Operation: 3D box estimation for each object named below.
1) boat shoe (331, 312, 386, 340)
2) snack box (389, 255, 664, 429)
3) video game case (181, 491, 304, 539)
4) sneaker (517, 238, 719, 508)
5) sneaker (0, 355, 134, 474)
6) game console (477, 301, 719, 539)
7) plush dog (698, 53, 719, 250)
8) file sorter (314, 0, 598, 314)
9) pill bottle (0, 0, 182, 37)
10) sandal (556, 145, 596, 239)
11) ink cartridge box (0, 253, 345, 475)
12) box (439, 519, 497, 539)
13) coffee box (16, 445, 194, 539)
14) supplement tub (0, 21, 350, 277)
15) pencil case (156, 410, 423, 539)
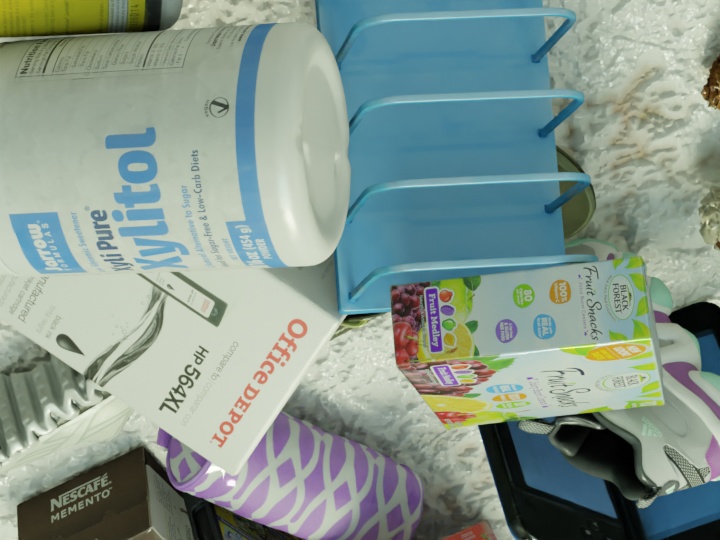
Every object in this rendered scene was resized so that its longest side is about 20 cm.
[{"bbox_3d":[-0.003,-0.002,1.308,0.072,0.061,0.202,30,139,-14],"label":"boat shoe"},{"bbox_3d":[0.103,0.046,1.185,0.141,0.053,0.200,-8,165,9],"label":"snack box"},{"bbox_3d":[-0.047,0.245,1.471,0.025,0.181,0.200,-38,129,13],"label":"video game case"},{"bbox_3d":[0.152,0.068,1.323,0.139,0.200,0.078,-20,144,-27],"label":"sneaker"},{"bbox_3d":[-0.208,0.099,1.384,0.199,0.075,0.081,-30,140,16],"label":"sneaker"},{"bbox_3d":[0.175,0.098,1.369,0.170,0.201,0.118,23,125,-33],"label":"game console"},{"bbox_3d":[0.310,-0.087,1.278,0.161,0.199,0.172,-55,136,-21],"label":"plush dog"},{"bbox_3d":[0.055,-0.085,1.158,0.138,0.202,0.123,-3,172,-9],"label":"file sorter"},{"bbox_3d":[-0.198,-0.182,1.096,0.198,0.112,0.113,-3,133,-10],"label":"pill bottle"},{"bbox_3d":[0.065,-0.059,1.302,0.200,0.058,0.080,22,124,-29],"label":"sandal"},{"bbox_3d":[-0.114,0.008,1.253,0.199,0.084,0.146,34,121,-1],"label":"ink cartridge box"},{"bbox_3d":[0.055,0.255,1.491,0.094,0.103,0.200,-28,172,14],"label":"box"},{"bbox_3d":[-0.155,0.234,1.508,0.112,0.080,0.200,-24,133,12],"label":"coffee box"},{"bbox_3d":[-0.114,-0.064,1.102,0.198,0.132,0.132,-3,135,13],"label":"supplement tub"},{"bbox_3d":[-0.050,0.148,1.454,0.199,0.084,0.085,27,157,-29],"label":"pencil case"}]
